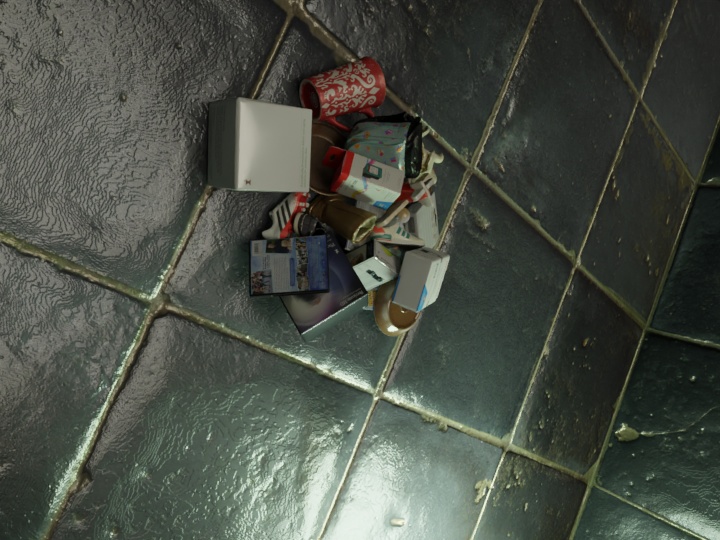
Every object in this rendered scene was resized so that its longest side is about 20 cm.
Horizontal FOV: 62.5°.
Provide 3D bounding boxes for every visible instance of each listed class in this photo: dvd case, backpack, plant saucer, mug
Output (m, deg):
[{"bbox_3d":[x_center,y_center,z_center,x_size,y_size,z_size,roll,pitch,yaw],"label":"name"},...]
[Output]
[{"bbox_3d":[-0.176,-0.010,1.455,0.196,0.018,0.145,-4,75,1],"label":"dvd case"},{"bbox_3d":[0.057,-0.314,1.528,0.128,0.196,0.169,-71,164,-45],"label":"backpack"},{"bbox_3d":[0.126,0.103,1.787,0.198,0.036,0.204,-9,105,-38],"label":"plant saucer"},{"bbox_3d":[-0.102,-0.289,1.559,0.198,0.036,0.204,10,71,-32],"label":"plant saucer"},{"bbox_3d":[-0.040,-0.451,1.547,0.198,0.133,0.179,-25,79,-28],"label":"mug"}]

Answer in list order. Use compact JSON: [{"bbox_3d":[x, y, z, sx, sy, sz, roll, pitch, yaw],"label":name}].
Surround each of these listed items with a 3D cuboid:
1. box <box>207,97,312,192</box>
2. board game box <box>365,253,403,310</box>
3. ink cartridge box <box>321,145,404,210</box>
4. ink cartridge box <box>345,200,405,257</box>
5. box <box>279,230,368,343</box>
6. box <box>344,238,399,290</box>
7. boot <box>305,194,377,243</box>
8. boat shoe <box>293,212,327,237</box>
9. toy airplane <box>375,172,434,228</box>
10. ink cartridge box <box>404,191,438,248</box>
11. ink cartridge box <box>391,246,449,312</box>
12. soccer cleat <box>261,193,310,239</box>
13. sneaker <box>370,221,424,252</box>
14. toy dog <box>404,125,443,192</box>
[{"bbox_3d":[-0.239,-0.289,1.400,0.197,0.170,0.203,-3,100,-36],"label":"box"},{"bbox_3d":[0.049,0.041,1.774,0.198,0.061,0.204,-10,105,-38],"label":"board game box"},{"bbox_3d":[-0.002,-0.230,1.488,0.197,0.116,0.068,18,71,-12],"label":"ink cartridge box"},{"bbox_3d":[0.040,-0.106,1.712,0.198,0.043,0.199,27,64,-31],"label":"ink cartridge box"},{"bbox_3d":[-0.108,0.042,1.513,0.198,0.123,0.200,-30,76,-9],"label":"box"},{"bbox_3d":[0.000,0.000,1.638,0.116,0.198,0.061,33,46,-36],"label":"box"},{"bbox_3d":[-0.029,-0.165,1.577,0.176,0.199,0.066,-50,138,-16],"label":"boot"},{"bbox_3d":[-0.117,-0.086,1.565,0.200,0.062,0.074,59,45,-64],"label":"boat shoe"},{"bbox_3d":[0.118,-0.192,1.628,0.197,0.200,0.143,-16,125,-1],"label":"toy airplane"},{"bbox_3d":[0.192,-0.138,1.846,0.200,0.047,0.163,-49,136,-55],"label":"ink cartridge box"},{"bbox_3d":[0.172,0.021,1.661,0.200,0.085,0.149,-17,125,-69],"label":"ink cartridge box"},{"bbox_3d":[-0.191,-0.156,1.539,0.069,0.084,0.203,81,24,-62],"label":"soccer cleat"},{"bbox_3d":[0.107,-0.109,1.695,0.197,0.070,0.095,3,75,-37],"label":"sneaker"},{"bbox_3d":[0.156,-0.305,1.745,0.193,0.139,0.201,-41,123,-16],"label":"toy dog"}]
